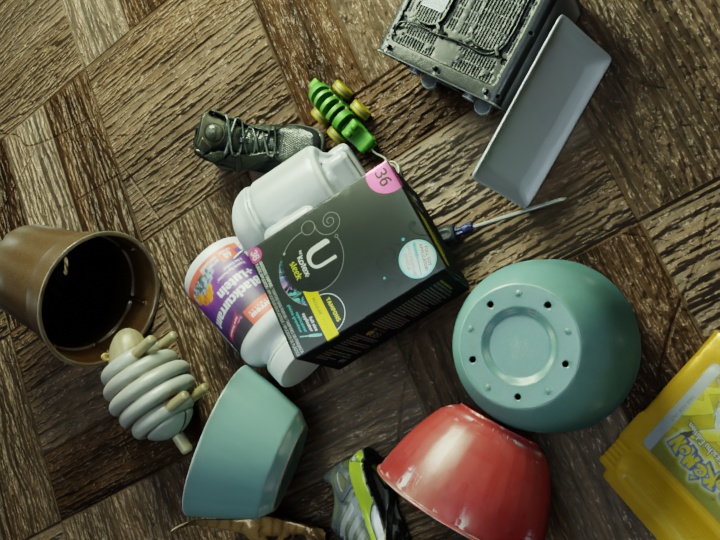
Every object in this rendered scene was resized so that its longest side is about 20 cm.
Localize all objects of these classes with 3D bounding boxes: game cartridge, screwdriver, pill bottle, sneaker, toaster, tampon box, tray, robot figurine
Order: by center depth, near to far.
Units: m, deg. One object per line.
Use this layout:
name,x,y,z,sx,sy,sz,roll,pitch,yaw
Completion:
game cartridge,0.356,0.189,0.736,0.201,0.032,0.177,-53,42,13
tray,0.205,-0.179,0.850,0.022,0.107,0.201,39,104,49
tampon box,0.000,0.000,0.873,0.199,0.126,0.151,-33,69,12
toaster,0.145,-0.301,0.875,0.180,0.118,0.201,31,100,25
screwdriver,0.154,-0.061,0.903,0.199,0.028,0.029,-21,47,22
sneaker,0.010,0.329,0.921,0.081,0.074,0.202,-26,67,29
robot figurine,-0.084,-0.082,0.958,0.199,0.170,0.113,-31,106,14
pill bottle,-0.136,0.057,0.989,0.200,0.111,0.112,44,104,23
sneaker,-0.150,-0.173,1.018,0.198,0.114,0.077,8,91,25

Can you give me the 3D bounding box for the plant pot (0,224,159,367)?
plant pot,-0.444,0.020,1.115,0.197,0.200,0.202,16,93,35

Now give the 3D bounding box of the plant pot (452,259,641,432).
plant pot,0.190,0.081,0.795,0.199,0.161,0.203,-2,84,26

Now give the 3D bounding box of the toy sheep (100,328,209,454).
toy sheep,-0.295,0.172,1.053,0.138,0.138,0.201,-37,77,19

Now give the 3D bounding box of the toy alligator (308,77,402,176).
toy alligator,-0.016,-0.195,0.983,0.059,0.054,0.200,-45,68,17

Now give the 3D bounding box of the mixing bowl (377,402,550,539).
mixing bowl,0.129,0.215,0.804,0.199,0.200,0.109,27,87,26

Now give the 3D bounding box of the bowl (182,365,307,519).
bowl,-0.136,0.234,0.945,0.104,0.201,0.203,20,95,7

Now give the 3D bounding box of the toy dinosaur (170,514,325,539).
toy dinosaur,-0.144,0.335,0.968,0.198,0.107,0.061,6,53,-10
